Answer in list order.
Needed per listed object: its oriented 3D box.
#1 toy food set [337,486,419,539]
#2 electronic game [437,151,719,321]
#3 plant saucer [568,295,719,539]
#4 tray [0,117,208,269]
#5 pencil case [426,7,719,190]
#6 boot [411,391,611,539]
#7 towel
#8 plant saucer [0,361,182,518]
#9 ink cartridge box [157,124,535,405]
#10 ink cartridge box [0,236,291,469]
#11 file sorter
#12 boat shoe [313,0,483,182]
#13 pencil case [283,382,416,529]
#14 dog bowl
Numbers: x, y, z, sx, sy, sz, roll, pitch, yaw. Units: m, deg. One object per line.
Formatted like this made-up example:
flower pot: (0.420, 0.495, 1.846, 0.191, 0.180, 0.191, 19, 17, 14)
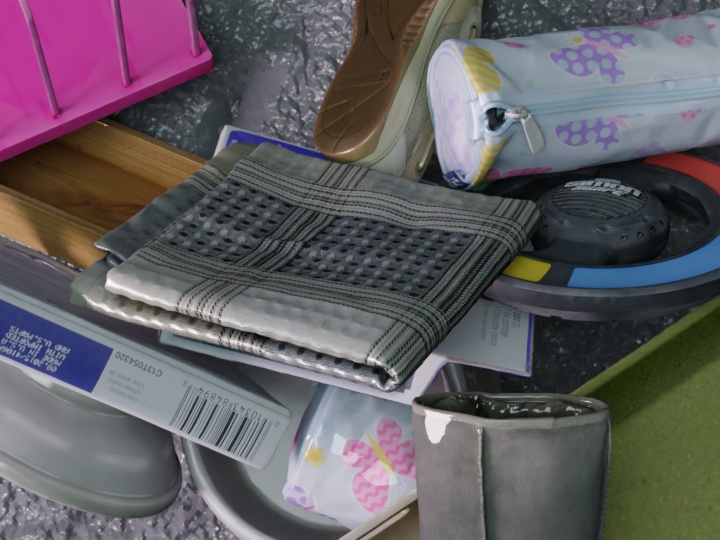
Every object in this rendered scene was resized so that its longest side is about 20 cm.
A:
toy food set: (0.058, 0.213, 1.269, 0.143, 0.060, 0.200, -35, 92, 11)
electronic game: (0.133, -0.027, 1.339, 0.199, 0.200, 0.042, 4, 117, 12)
plant saucer: (0.186, 0.137, 1.280, 0.199, 0.048, 0.200, -31, 81, -26)
tray: (-0.156, -0.044, 1.446, 0.199, 0.099, 0.037, 23, 132, 12)
pencil case: (0.136, -0.099, 1.349, 0.199, 0.091, 0.084, -9, 85, -19)
boot: (0.039, 0.161, 1.198, 0.181, 0.073, 0.201, -6, 111, 0)
towel: (-0.028, -0.013, 1.261, 0.199, 0.193, 0.035, 13, 123, 24)
plant saucer: (-0.180, 0.063, 1.390, 0.200, 0.200, 0.050, 37, 106, 11)
ink cartridge box: (0.000, 0.000, 1.355, 0.199, 0.198, 0.044, 14, 120, -1)
ink cartridge box: (-0.159, 0.031, 1.330, 0.196, 0.200, 0.043, 25, 92, -28)
file sorter: (-0.207, -0.164, 1.398, 0.199, 0.126, 0.139, -25, 64, -12)
boat shoe: (0.036, -0.129, 1.407, 0.072, 0.065, 0.201, -4, 52, 40)
pencil case: (0.058, 0.121, 1.336, 0.199, 0.083, 0.091, 22, 78, -1)
dog bowl: (-0.017, 0.085, 1.430, 0.199, 0.059, 0.201, 0, 88, 12)
